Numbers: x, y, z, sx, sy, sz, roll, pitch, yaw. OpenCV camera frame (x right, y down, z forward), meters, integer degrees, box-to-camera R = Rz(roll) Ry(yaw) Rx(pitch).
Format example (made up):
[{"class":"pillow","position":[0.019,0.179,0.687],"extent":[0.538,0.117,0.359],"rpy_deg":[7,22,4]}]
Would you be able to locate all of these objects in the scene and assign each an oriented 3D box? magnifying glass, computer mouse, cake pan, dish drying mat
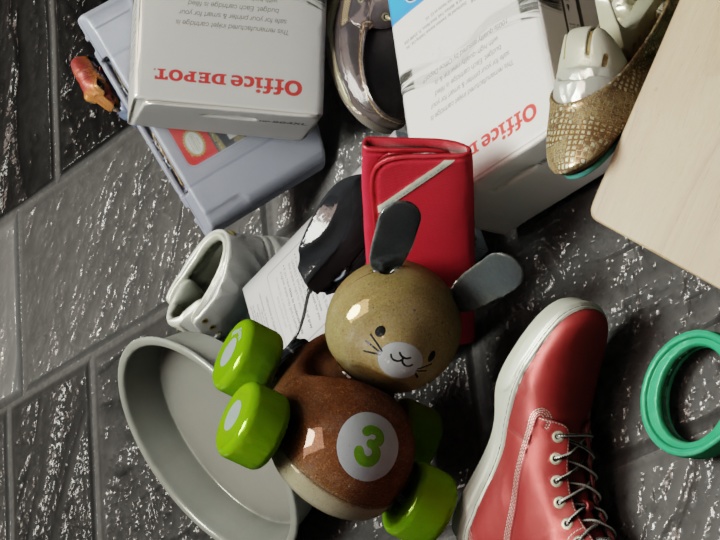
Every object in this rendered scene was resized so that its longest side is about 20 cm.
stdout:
[{"class":"magnifying glass","position":[0.248,0.073,1.368],"extent":[0.199,0.022,0.080],"rpy_deg":[-10,70,53]},{"class":"computer mouse","position":[-0.030,0.024,1.591],"extent":[0.034,0.058,0.201],"rpy_deg":[31,107,30]},{"class":"cake pan","position":[-0.108,0.129,1.717],"extent":[0.200,0.037,0.201],"rpy_deg":[33,142,30]},{"class":"dish drying mat","position":[0.041,-0.015,1.538],"extent":[0.201,0.076,0.018],"rpy_deg":[87,-175,-48]}]

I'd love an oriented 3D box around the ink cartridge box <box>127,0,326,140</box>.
[{"class":"ink cartridge box","position":[-0.102,-0.209,1.716],"extent":[0.084,0.145,0.201],"rpy_deg":[138,136,-74]}]

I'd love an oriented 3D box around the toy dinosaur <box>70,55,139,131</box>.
[{"class":"toy dinosaur","position":[-0.181,-0.128,1.852],"extent":[0.200,0.181,0.106],"rpy_deg":[-36,53,41]}]

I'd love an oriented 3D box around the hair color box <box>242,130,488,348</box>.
[{"class":"hair color box","position":[0.000,0.000,1.651],"extent":[0.200,0.060,0.099],"rpy_deg":[-45,48,35]}]

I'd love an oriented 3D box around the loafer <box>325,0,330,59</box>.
[{"class":"loafer","position":[-0.072,-0.212,1.831],"extent":[0.199,0.068,0.076],"rpy_deg":[-4,76,51]}]

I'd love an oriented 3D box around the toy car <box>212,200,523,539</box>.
[{"class":"toy car","position":[0.019,0.054,1.506],"extent":[0.200,0.164,0.158],"rpy_deg":[-56,21,22]}]

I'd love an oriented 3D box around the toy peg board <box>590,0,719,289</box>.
[{"class":"toy peg board","position":[0.275,-0.079,1.349],"extent":[0.199,0.098,0.201],"rpy_deg":[31,105,35]}]

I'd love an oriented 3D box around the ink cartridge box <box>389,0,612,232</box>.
[{"class":"ink cartridge box","position":[0.103,-0.147,1.562],"extent":[0.146,0.084,0.201],"rpy_deg":[-32,56,42]}]

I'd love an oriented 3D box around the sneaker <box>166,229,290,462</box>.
[{"class":"sneaker","position":[-0.116,0.059,1.770],"extent":[0.074,0.115,0.201],"rpy_deg":[34,108,49]}]

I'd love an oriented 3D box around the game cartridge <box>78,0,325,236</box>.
[{"class":"game cartridge","position":[-0.118,-0.144,1.769],"extent":[0.201,0.133,0.041],"rpy_deg":[59,156,-2]}]

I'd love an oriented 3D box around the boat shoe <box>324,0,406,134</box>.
[{"class":"boat shoe","position":[0.020,-0.205,1.708],"extent":[0.073,0.074,0.201],"rpy_deg":[-23,63,47]}]

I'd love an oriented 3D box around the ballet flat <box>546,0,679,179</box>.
[{"class":"ballet flat","position":[0.160,-0.141,1.433],"extent":[0.070,0.065,0.200],"rpy_deg":[-10,34,40]}]

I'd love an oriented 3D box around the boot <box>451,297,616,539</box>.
[{"class":"boot","position":[0.143,0.130,1.457],"extent":[0.144,0.072,0.201],"rpy_deg":[41,120,49]}]
